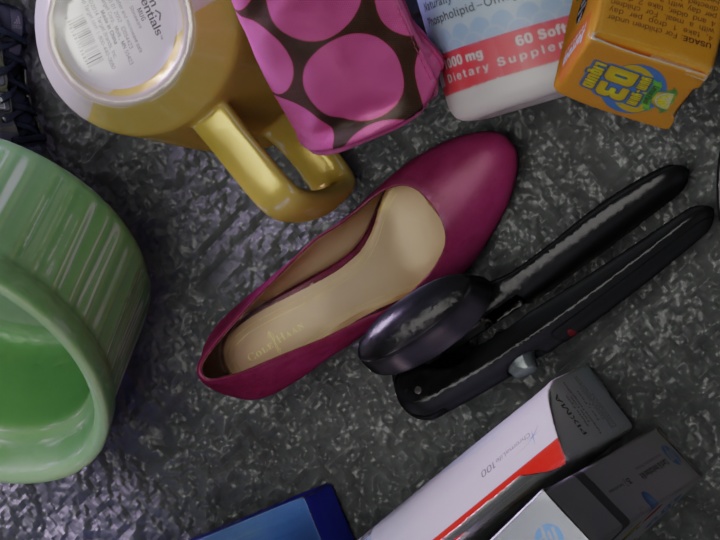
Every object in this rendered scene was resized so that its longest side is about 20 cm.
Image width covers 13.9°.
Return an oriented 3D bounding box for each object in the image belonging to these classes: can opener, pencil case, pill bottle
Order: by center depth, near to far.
[{"bbox_3d":[-0.025,-0.157,1.449,0.093,0.091,0.200,-18,123,12],"label":"pencil case"},{"bbox_3d":[0.071,-0.184,1.508,0.108,0.109,0.201,-16,90,21],"label":"pill bottle"},{"bbox_3d":[0.097,0.014,1.548,0.200,0.079,0.064,-28,78,11],"label":"can opener"}]

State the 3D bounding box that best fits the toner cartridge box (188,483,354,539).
[{"bbox_3d":[-0.090,0.199,1.645,0.200,0.043,0.095,-24,87,21],"label":"toner cartridge box"}]

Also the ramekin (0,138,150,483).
[{"bbox_3d":[-0.211,0.016,1.593,0.199,0.098,0.200,15,143,12],"label":"ramekin"}]

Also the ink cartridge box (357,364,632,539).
[{"bbox_3d":[0.043,0.122,1.503,0.160,0.200,0.047,-40,80,19],"label":"ink cartridge box"}]

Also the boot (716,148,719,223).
[{"bbox_3d":[0.211,-0.079,1.435,0.076,0.168,0.201,13,101,12],"label":"boot"}]

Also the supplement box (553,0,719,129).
[{"bbox_3d":[0.150,-0.175,1.444,0.069,0.067,0.200,15,65,-8],"label":"supplement box"}]

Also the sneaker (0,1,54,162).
[{"bbox_3d":[-0.212,-0.105,1.642,0.081,0.074,0.200,-42,84,15],"label":"sneaker"}]

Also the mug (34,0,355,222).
[{"bbox_3d":[-0.080,-0.125,1.546,0.186,0.153,0.150,22,103,16],"label":"mug"}]

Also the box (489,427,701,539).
[{"bbox_3d":[0.082,0.157,1.493,0.041,0.200,0.156,47,109,9],"label":"box"}]

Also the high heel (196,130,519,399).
[{"bbox_3d":[0.000,0.000,1.560,0.200,0.096,0.067,-46,78,18],"label":"high heel"}]
